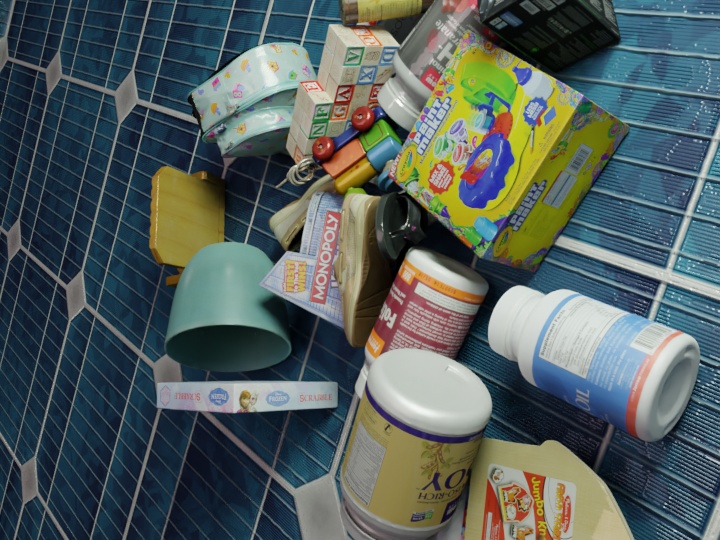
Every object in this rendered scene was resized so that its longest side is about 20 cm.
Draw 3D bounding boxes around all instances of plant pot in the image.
[{"bbox_3d":[-0.210,0.053,1.134,0.199,0.199,0.163,-27,54,38],"label":"plant pot"}]

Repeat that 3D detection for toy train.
[{"bbox_3d":[-0.023,-0.124,0.974,0.199,0.084,0.117,-33,63,20],"label":"toy train"}]

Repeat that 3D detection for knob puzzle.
[{"bbox_3d":[0.202,0.283,0.743,0.218,0.030,0.223,-13,72,42],"label":"knob puzzle"}]

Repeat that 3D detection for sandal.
[{"bbox_3d":[0.064,-0.069,0.889,0.047,0.200,0.076,-8,105,22],"label":"sandal"}]

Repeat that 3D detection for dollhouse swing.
[{"bbox_3d":[-0.351,-0.079,1.298,0.180,0.174,0.204,-9,78,43],"label":"dollhouse swing"}]

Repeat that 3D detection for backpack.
[{"bbox_3d":[-0.160,-0.278,1.148,0.199,0.175,0.155,-33,79,35],"label":"backpack"}]

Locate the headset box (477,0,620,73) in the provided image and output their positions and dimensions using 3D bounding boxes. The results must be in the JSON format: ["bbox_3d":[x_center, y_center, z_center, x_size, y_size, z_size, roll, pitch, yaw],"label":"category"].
[{"bbox_3d":[0.203,-0.361,0.803,0.092,0.173,0.203,-19,71,40],"label":"headset box"}]

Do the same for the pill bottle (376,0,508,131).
[{"bbox_3d":[0.112,-0.284,0.924,0.200,0.110,0.111,-49,53,28],"label":"pill bottle"}]

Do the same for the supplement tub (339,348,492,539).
[{"bbox_3d":[0.057,0.210,0.806,0.145,0.144,0.203,36,120,41],"label":"supplement tub"}]

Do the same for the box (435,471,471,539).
[{"bbox_3d":[0.165,0.306,0.825,0.199,0.041,0.158,25,100,45],"label":"box"}]

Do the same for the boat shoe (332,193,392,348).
[{"bbox_3d":[0.000,0.000,0.928,0.064,0.071,0.203,16,104,42],"label":"boat shoe"}]

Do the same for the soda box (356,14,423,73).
[{"bbox_3d":[0.065,-0.395,1.016,0.201,0.063,0.068,-55,43,22],"label":"soda box"}]

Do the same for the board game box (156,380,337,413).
[{"bbox_3d":[-0.171,0.189,1.061,0.198,0.198,0.042,-8,79,44],"label":"board game box"}]

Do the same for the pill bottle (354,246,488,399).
[{"bbox_3d":[0.073,0.083,0.898,0.114,0.113,0.202,35,107,41],"label":"pill bottle"}]

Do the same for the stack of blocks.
[{"bbox_3d":[-0.029,-0.245,1.004,0.059,0.114,0.201,57,144,33],"label":"stack of blocks"}]

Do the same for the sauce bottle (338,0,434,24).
[{"bbox_3d":[0.068,-0.378,0.943,0.065,0.197,0.066,170,90,-85],"label":"sauce bottle"}]

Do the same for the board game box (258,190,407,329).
[{"bbox_3d":[-0.040,-0.011,1.007,0.197,0.062,0.203,10,90,17],"label":"board game box"}]

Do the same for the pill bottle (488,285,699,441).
[{"bbox_3d":[0.238,0.087,0.740,0.199,0.111,0.114,25,100,45],"label":"pill bottle"}]

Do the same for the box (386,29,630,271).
[{"bbox_3d":[0.169,-0.141,0.838,0.193,0.121,0.202,46,114,40],"label":"box"}]

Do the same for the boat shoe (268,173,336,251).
[{"bbox_3d":[-0.059,-0.095,1.096,0.199,0.074,0.067,-33,77,35],"label":"boat shoe"}]
